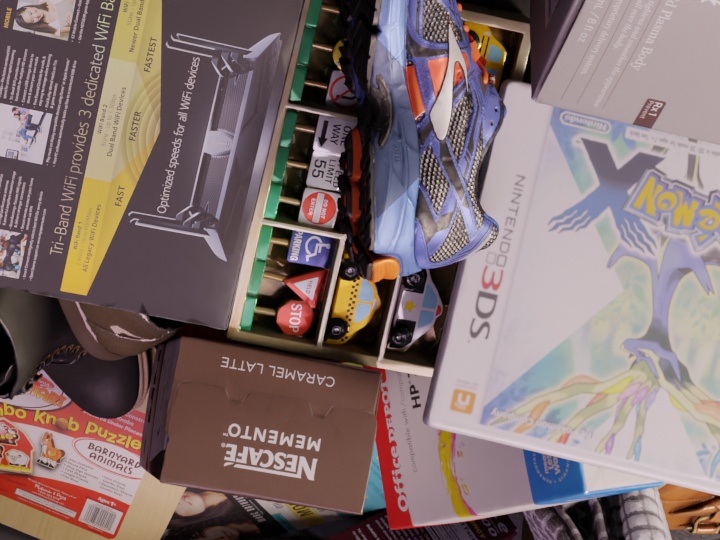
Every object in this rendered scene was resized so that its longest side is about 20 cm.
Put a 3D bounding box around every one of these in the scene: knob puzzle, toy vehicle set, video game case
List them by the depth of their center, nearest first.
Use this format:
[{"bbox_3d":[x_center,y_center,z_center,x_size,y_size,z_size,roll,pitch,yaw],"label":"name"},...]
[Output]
[{"bbox_3d":[0.149,0.013,1.114,0.199,0.183,0.022,13,178,-4],"label":"video game case"},{"bbox_3d":[0.008,-0.049,1.143,0.124,0.027,0.201,10,107,-10],"label":"toy vehicle set"},{"bbox_3d":[-0.188,0.087,1.385,0.219,0.030,0.220,5,122,7],"label":"knob puzzle"}]

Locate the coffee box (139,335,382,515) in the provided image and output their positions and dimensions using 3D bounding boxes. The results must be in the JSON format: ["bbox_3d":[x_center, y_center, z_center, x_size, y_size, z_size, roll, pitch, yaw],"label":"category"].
[{"bbox_3d":[-0.061,0.087,1.233,0.114,0.080,0.200,10,175,-7],"label":"coffee box"}]

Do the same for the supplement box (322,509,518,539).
[{"bbox_3d":[-0.001,0.215,1.443,0.200,0.061,0.109,-22,154,-33],"label":"supplement box"}]

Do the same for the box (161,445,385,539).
[{"bbox_3d":[-0.051,0.131,1.434,0.200,0.049,0.082,-17,137,22],"label":"box"}]

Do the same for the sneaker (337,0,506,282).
[{"bbox_3d":[0.033,-0.095,1.075,0.078,0.075,0.201,-1,100,-17],"label":"sneaker"}]

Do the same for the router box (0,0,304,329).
[{"bbox_3d":[-0.123,-0.082,1.097,0.157,0.052,0.201,11,108,-11],"label":"router box"}]

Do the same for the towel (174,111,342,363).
[{"bbox_3d":[-0.044,-0.018,1.224,0.144,0.023,0.200,10,141,-9],"label":"towel"}]

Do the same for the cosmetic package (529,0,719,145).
[{"bbox_3d":[0.193,-0.123,1.079,0.199,0.090,0.107,13,137,-8],"label":"cosmetic package"}]

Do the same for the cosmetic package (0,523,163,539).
[{"bbox_3d":[-0.213,0.248,1.452,0.199,0.199,0.123,13,96,-11],"label":"cosmetic package"}]

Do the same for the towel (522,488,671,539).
[{"bbox_3d":[0.162,0.224,1.338,0.085,0.166,0.200,-15,134,7],"label":"towel"}]

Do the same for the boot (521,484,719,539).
[{"bbox_3d":[0.203,0.157,1.439,0.154,0.074,0.200,13,143,-19],"label":"boot"}]

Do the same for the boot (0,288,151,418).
[{"bbox_3d":[-0.186,0.048,1.249,0.077,0.139,0.200,-13,130,16],"label":"boot"}]

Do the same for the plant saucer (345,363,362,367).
[{"bbox_3d":[0.000,0.000,1.284,0.199,0.031,0.200,2,142,2],"label":"plant saucer"}]

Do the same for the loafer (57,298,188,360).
[{"bbox_3d":[-0.146,-0.039,1.180,0.067,0.076,0.200,-3,129,31],"label":"loafer"}]

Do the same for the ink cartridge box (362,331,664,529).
[{"bbox_3d":[0.068,0.080,1.220,0.067,0.117,0.200,-2,169,-41],"label":"ink cartridge box"}]
